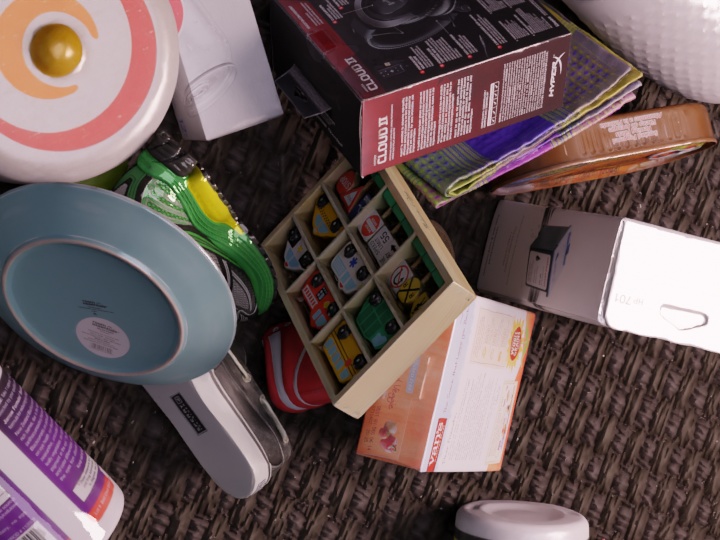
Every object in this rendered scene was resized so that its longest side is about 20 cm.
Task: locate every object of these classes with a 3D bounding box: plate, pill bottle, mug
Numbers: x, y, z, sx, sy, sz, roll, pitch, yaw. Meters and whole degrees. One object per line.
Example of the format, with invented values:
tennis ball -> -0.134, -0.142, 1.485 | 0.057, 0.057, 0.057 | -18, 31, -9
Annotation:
plate -> -0.185, 0.020, 1.171 | 0.200, 0.200, 0.026 | 40, 43, -21
pill bottle -> 0.126, 0.296, 1.364 | 0.111, 0.111, 0.201 | 2, 94, -23
mug -> 0.278, -0.219, 1.339 | 0.175, 0.200, 0.148 | 39, 81, -30
pill bottle -> -0.271, 0.130, 1.178 | 0.111, 0.111, 0.200 | -45, 110, -14

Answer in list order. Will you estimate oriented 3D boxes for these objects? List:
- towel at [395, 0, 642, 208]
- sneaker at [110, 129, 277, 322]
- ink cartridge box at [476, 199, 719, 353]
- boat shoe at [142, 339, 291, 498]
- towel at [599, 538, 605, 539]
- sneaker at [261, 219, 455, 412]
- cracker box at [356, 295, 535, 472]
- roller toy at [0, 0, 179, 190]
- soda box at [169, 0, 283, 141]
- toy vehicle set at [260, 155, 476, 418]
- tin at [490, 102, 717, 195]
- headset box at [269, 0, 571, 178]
towel -> 0.104, -0.138, 1.311 | 0.199, 0.144, 0.023 | -30, 141, -15
sneaker -> -0.128, -0.019, 1.221 | 0.085, 0.078, 0.200 | -41, 141, -5
ink cartridge box -> 0.206, 0.005, 1.325 | 0.146, 0.200, 0.086 | 13, 89, -24
boat shoe -> -0.122, 0.075, 1.268 | 0.064, 0.071, 0.201 | -40, 104, -44
towel -> 0.195, 0.310, 1.361 | 0.030, 0.200, 0.147 | 4, 94, 11
sneaker -> -0.005, 0.036, 1.318 | 0.071, 0.112, 0.200 | 54, 44, -17
cracker box -> 0.070, 0.084, 1.287 | 0.200, 0.057, 0.135 | 17, 86, -68
roller toy -> -0.226, -0.152, 1.159 | 0.199, 0.140, 0.183 | 24, 84, -22
soda box -> -0.124, -0.200, 1.240 | 0.068, 0.063, 0.201 | -20, 102, -20
toy vehicle set -> 0.000, 0.000, 1.219 | 0.026, 0.200, 0.124 | 33, 107, -36
tin -> 0.196, -0.099, 1.359 | 0.199, 0.112, 0.042 | -11, 89, -23
headset box -> 0.035, -0.163, 1.259 | 0.199, 0.149, 0.078 | -22, 138, -20
